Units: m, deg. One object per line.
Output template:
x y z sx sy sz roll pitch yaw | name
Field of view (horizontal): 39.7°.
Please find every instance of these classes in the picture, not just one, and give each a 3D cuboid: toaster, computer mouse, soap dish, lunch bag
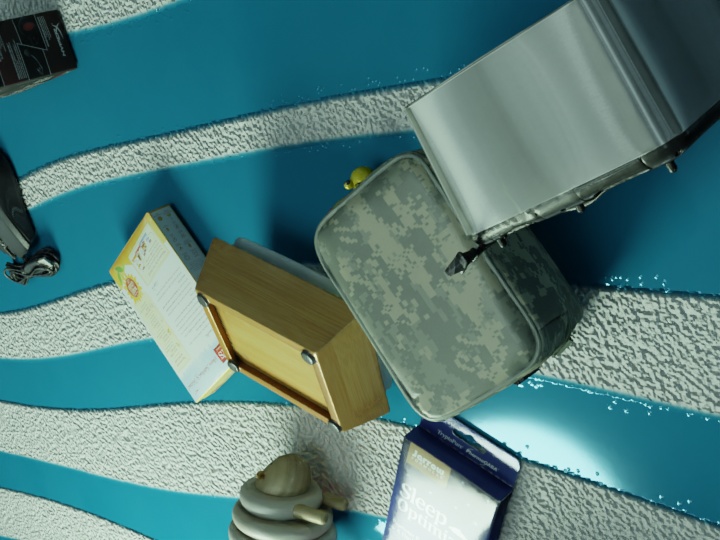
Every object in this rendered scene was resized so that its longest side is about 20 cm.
0.145 -0.111 0.670 0.180 0.200 0.119 -27 96 47 | toaster
-0.498 -0.073 1.382 0.138 0.053 0.202 -11 103 46 | computer mouse
-0.069 0.066 1.005 0.199 0.081 0.158 25 147 32 | soap dish
0.084 0.002 0.804 0.139 0.167 0.201 -39 81 33 | lunch bag

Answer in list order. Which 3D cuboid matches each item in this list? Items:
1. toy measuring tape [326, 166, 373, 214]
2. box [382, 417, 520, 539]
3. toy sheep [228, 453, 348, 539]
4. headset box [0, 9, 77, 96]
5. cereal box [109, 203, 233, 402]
0.000 0.000 0.949 0.073 0.073 0.202 17 121 36 | toy measuring tape
0.087 0.243 1.018 0.121 0.032 0.202 30 127 29 | box
-0.087 0.305 1.139 0.137 0.137 0.202 13 100 38 | toy sheep
-0.458 -0.234 1.160 0.148 0.199 0.076 -6 107 44 | headset box
-0.210 0.041 1.184 0.201 0.039 0.144 54 136 7 | cereal box
